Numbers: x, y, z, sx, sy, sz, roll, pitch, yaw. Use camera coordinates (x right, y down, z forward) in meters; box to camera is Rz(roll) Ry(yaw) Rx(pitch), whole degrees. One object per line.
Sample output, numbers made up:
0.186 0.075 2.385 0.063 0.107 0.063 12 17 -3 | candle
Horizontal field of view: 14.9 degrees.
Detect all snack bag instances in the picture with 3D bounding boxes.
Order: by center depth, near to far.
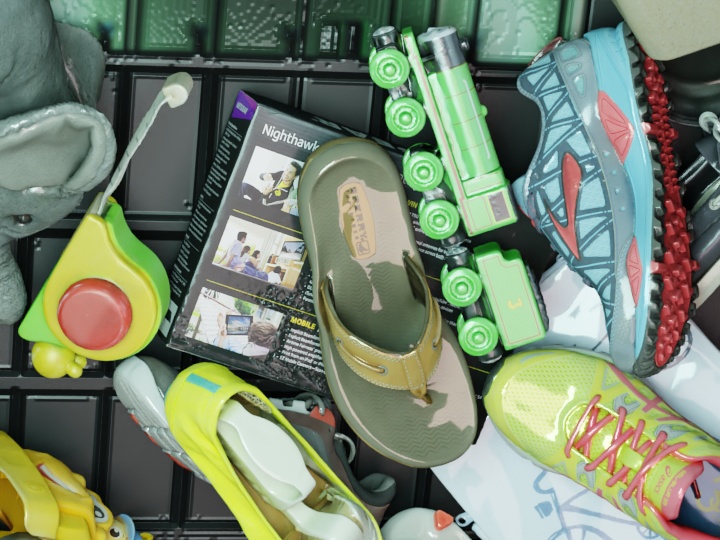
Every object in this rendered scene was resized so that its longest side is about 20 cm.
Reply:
0.137 0.099 1.651 0.189 0.021 0.200 -41 91 8 | snack bag

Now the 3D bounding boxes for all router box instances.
0.000 0.000 1.587 0.200 0.051 0.149 19 98 -18 | router box

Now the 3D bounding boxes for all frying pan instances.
0.240 -0.141 1.595 0.190 0.031 0.115 -4 116 -12 | frying pan

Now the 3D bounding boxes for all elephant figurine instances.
-0.190 -0.082 1.500 0.200 0.155 0.142 44 56 -34 | elephant figurine

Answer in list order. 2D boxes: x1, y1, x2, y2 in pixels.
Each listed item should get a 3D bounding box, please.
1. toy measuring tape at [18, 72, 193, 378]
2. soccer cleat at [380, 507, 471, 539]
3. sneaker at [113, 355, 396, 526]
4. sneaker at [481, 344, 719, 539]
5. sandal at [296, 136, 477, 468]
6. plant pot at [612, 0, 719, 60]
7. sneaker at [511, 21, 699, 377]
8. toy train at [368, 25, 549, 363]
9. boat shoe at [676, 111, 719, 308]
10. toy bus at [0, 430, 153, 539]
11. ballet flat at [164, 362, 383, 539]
-0.123 -0.014 1.529 0.074 0.074 0.200 24 115 -19 | toy measuring tape
0.081 0.227 1.653 0.069 0.078 0.200 -35 82 -25 | soccer cleat
-0.059 0.097 1.627 0.200 0.077 0.082 40 80 -28 | sneaker
0.163 0.106 1.581 0.200 0.090 0.078 28 95 -7 | sneaker
0.015 0.024 1.538 0.080 0.054 0.200 -19 108 -11 | sandal
0.182 -0.232 1.468 0.200 0.200 0.177 -18 125 -3 | plant pot
0.134 -0.035 1.553 0.095 0.079 0.200 -11 76 24 | sneaker
0.056 -0.045 1.537 0.056 0.042 0.200 -17 102 4 | toy train
0.216 -0.061 1.578 0.063 0.073 0.200 35 106 -10 | boat shoe
-0.167 0.205 1.617 0.192 0.136 0.200 8 109 -28 | toy bus
-0.037 0.131 1.563 0.067 0.067 0.200 -49 116 -23 | ballet flat
